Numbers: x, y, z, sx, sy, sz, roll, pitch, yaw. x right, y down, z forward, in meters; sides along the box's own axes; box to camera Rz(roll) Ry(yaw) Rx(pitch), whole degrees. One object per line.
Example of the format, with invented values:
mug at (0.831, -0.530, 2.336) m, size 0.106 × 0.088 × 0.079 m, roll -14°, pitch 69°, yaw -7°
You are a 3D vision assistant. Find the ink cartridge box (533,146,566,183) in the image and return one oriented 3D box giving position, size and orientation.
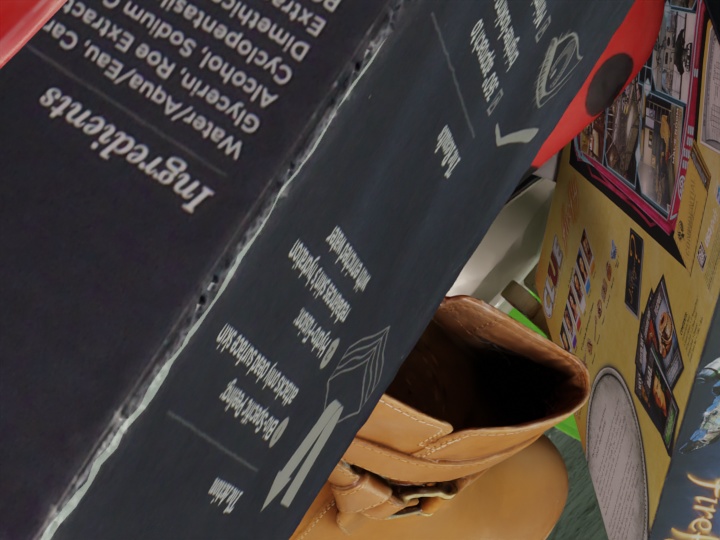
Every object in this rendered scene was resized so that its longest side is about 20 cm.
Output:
ink cartridge box at (0.144, -0.085, 0.940) m, size 0.145 × 0.199 × 0.084 m, roll -53°, pitch -150°, yaw 35°

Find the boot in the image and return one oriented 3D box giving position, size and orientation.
boot at (0.023, 0.053, 0.883) m, size 0.199 × 0.074 × 0.154 m, roll 1°, pitch 159°, yaw -38°

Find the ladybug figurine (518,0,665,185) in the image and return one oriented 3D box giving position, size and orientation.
ladybug figurine at (0.015, -0.053, 0.807) m, size 0.200 × 0.072 × 0.136 m, roll -35°, pitch -166°, yaw 36°

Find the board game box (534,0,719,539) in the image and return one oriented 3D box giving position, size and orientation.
board game box at (0.096, -0.015, 0.843) m, size 0.034 × 0.136 × 0.201 m, roll -4°, pitch 140°, yaw -11°

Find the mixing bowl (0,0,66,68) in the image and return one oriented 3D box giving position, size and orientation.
mixing bowl at (-0.098, -0.084, 0.327) m, size 0.200 × 0.108 × 0.200 m, roll -42°, pitch 169°, yaw -10°

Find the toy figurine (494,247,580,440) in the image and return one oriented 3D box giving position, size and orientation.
toy figurine at (0.115, -0.034, 1.245) m, size 0.184 × 0.150 × 0.200 m, roll -50°, pitch -167°, yaw -18°

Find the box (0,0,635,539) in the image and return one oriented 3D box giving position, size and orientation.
box at (-0.035, -0.044, 0.576) m, size 0.201 × 0.117 × 0.197 m, roll -57°, pitch 169°, yaw -5°

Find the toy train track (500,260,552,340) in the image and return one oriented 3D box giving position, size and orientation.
toy train track at (0.096, 0.014, 0.983) m, size 0.115 × 0.033 × 0.200 m, roll -50°, pitch -158°, yaw -2°

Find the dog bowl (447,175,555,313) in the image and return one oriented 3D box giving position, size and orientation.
dog bowl at (0.000, 0.000, 1.044) m, size 0.200 × 0.074 × 0.200 m, roll -43°, pitch 169°, yaw -10°
